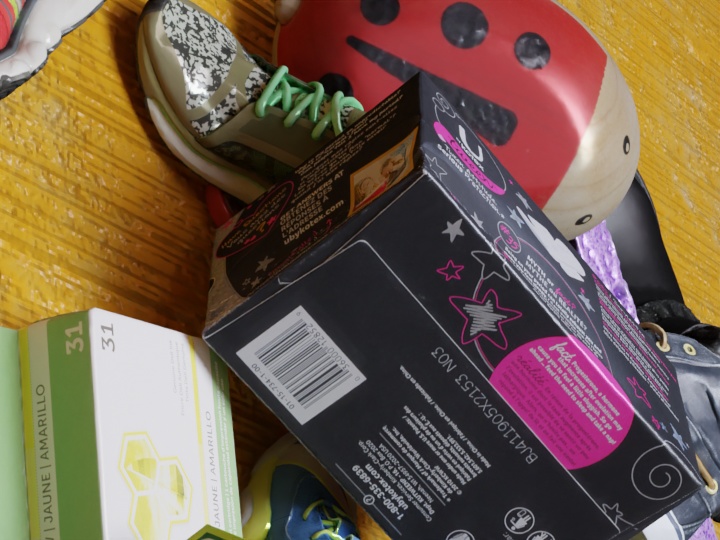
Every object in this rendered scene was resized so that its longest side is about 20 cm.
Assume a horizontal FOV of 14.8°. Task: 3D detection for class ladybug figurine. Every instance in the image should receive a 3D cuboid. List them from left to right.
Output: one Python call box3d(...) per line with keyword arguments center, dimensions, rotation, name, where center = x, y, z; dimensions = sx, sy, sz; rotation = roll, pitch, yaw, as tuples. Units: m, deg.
box3d(center=(0.047, -0.082, 1.351), dimensions=(0.199, 0.136, 0.072), rotation=(25, 6, -8), name="ladybug figurine")

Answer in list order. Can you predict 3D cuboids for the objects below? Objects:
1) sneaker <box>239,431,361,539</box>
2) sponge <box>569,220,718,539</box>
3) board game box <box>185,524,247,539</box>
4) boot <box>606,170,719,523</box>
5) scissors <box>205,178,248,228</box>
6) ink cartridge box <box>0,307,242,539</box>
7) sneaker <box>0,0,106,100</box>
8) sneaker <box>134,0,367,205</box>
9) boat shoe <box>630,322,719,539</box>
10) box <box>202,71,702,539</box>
box3d(center=(-0.006, 0.149, 1.221), dimensions=(0.076, 0.105, 0.201), rotation=(48, 39, -38), name="sneaker")
box3d(center=(0.114, 0.072, 1.455), dimensions=(0.030, 0.111, 0.201), rotation=(-25, 100, -37), name="sponge")
box3d(center=(-0.048, 0.214, 1.100), dimensions=(0.101, 0.048, 0.201), rotation=(-35, 115, -25), name="board game box")
box3d(center=(0.160, 0.026, 1.503), dimensions=(0.158, 0.079, 0.212), rotation=(-156, -136, -75), name="boot")
box3d(center=(0.000, 0.000, 1.356), dimensions=(0.200, 0.014, 0.073), rotation=(38, 39, -30), name="scissors")
box3d(center=(-0.120, 0.088, 1.118), dimensions=(0.200, 0.048, 0.146), rotation=(21, 60, -58), name="ink cartridge box")
box3d(center=(-0.169, -0.107, 1.115), dimensions=(0.085, 0.077, 0.200), rotation=(53, 28, -13), name="sneaker")
box3d(center=(-0.019, -0.064, 1.288), dimensions=(0.200, 0.088, 0.077), rotation=(45, 39, -19), name="sneaker")
box3d(center=(0.119, 0.044, 1.364), dimensions=(0.091, 0.071, 0.201), rotation=(-40, 110, -21), name="boat shoe")
box3d(center=(0.040, 0.038, 1.241), dimensions=(0.200, 0.132, 0.115), rotation=(48, 18, -19), name="box")
